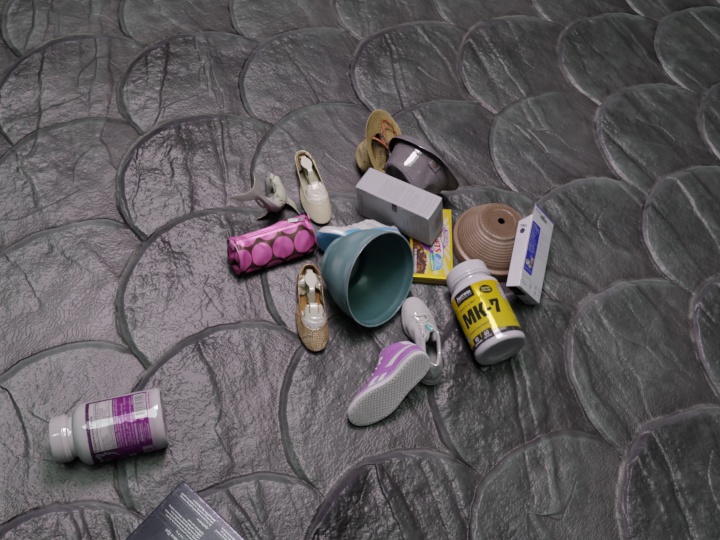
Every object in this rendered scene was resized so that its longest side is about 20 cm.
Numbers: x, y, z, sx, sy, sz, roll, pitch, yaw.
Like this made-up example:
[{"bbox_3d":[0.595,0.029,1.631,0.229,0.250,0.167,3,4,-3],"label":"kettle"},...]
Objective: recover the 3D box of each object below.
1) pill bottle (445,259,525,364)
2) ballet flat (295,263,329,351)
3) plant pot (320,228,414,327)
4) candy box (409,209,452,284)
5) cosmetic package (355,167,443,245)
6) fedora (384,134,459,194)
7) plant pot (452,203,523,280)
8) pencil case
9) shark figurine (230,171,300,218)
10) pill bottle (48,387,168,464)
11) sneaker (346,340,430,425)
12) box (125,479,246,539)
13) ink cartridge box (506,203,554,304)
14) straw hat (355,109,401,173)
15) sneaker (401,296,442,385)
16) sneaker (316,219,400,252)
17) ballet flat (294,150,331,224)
[{"bbox_3d":[0.259,0.085,1.581,0.112,0.115,0.202,-13,58,-15],"label":"pill bottle"},{"bbox_3d":[-0.105,0.071,1.578,0.069,0.066,0.203,-6,57,-11],"label":"ballet flat"},{"bbox_3d":[0.000,0.000,1.579,0.133,0.203,0.200,23,51,41],"label":"plant pot"},{"bbox_3d":[0.162,-0.060,1.721,0.100,0.027,0.203,5,56,-4],"label":"candy box"},{"bbox_3d":[0.089,-0.147,1.706,0.197,0.102,0.074,24,61,24],"label":"cosmetic package"},{"bbox_3d":[0.128,-0.219,1.739,0.175,0.200,0.091,18,66,50],"label":"fedora"},{"bbox_3d":[0.314,-0.085,1.716,0.196,0.093,0.204,4,56,-5],"label":"plant pot"},{"bbox_3d":[-0.196,-0.062,1.642,0.197,0.094,0.092,-21,60,-19],"label":"pencil case"},{"bbox_3d":[-0.215,-0.151,1.698,0.089,0.215,0.129,-35,95,14],"label":"shark figurine"},{"bbox_3d":[-0.457,0.289,1.364,0.196,0.113,0.114,-10,57,-13],"label":"pill bottle"},{"bbox_3d":[0.045,0.222,1.502,0.199,0.073,0.114,-38,26,-7],"label":"sneaker"},{"bbox_3d":[-0.291,0.497,1.245,0.199,0.105,0.182,36,59,18],"label":"box"},{"bbox_3d":[0.379,-0.037,1.659,0.039,0.099,0.203,-2,63,42],"label":"ink cartridge box"},{"bbox_3d":[0.035,-0.283,1.817,0.084,0.201,0.204,-14,47,32],"label":"straw hat"},{"bbox_3d":[0.136,0.130,1.552,0.074,0.089,0.203,-8,57,-10],"label":"sneaker"},{"bbox_3d":[-0.003,-0.071,1.688,0.196,0.077,0.082,8,47,-9],"label":"sneaker"},{"bbox_3d":[-0.116,-0.203,1.763,0.068,0.070,0.203,-12,58,-14],"label":"ballet flat"}]
